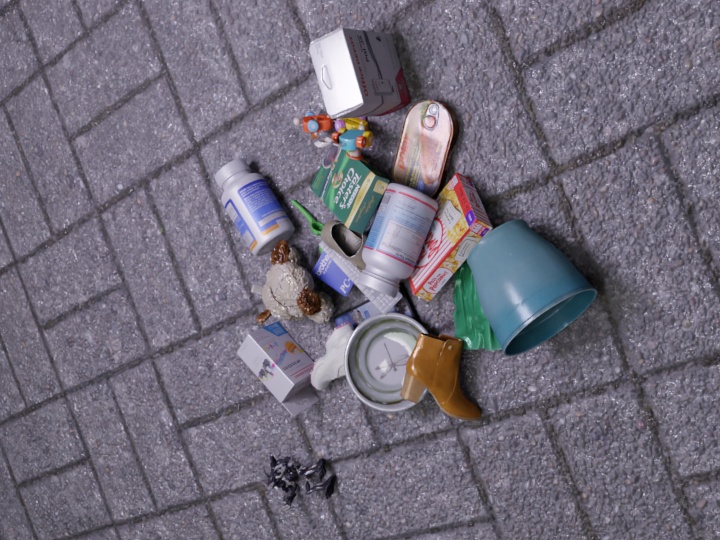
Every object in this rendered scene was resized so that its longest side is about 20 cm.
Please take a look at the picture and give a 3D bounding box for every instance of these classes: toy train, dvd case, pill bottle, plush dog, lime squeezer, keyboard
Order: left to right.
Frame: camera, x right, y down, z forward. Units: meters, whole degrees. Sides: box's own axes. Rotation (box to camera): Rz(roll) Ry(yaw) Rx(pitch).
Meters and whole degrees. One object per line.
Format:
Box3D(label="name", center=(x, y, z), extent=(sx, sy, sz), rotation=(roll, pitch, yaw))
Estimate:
Box3D(label="pill bottle", center=(-0.241, -0.144, 1.794), extent=(0.112, 0.111, 0.202), rotation=(-37, 80, 31))
Box3D(label="plush dog", center=(-0.155, 0.037, 1.723), extent=(0.201, 0.159, 0.172), rotation=(53, 158, 11))
Box3D(label="lime squeezer", center=(-0.093, -0.073, 1.773), extent=(0.070, 0.037, 0.204), rotation=(-23, 89, 63))
Box3D(label="toy train", center=(-0.052, -0.268, 1.623), extent=(0.147, 0.201, 0.057), rotation=(-8, 120, -10))
Box3D(label="keyboard", center=(0.000, 0.000, 1.661), extent=(0.056, 0.011, 0.200), rotation=(-42, 87, -15))
Box3D(label="dvd case", center=(0.043, 0.129, 1.737), extent=(0.198, 0.017, 0.145), rotation=(-28, 85, 33))
Box3D(label="pill bottle", center=(0.068, -0.056, 1.552), extent=(0.107, 0.108, 0.204), rotation=(22, 89, 25))

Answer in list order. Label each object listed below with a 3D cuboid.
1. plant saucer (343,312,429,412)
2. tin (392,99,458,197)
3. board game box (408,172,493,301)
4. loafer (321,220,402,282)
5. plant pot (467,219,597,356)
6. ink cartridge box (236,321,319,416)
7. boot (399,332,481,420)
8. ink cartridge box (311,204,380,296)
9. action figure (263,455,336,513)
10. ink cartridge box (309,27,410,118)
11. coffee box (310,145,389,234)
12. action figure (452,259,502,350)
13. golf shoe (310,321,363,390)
Box3D(label="plant saucer", center=(0.064, 0.189, 1.673), extent=(0.195, 0.050, 0.205), rotation=(0, 89, 7))
Box3D(label="tin", center=(0.128, -0.237, 1.596), extent=(0.110, 0.042, 0.204), rotation=(23, 112, 21))
Box3D(label="board game box", center=(0.161, -0.064, 1.557), extent=(0.201, 0.046, 0.153), rotation=(-52, 31, 28))
Box3D(label="loafer", center=(0.006, -0.035, 1.626), extent=(0.197, 0.068, 0.077), rotation=(29, 87, 2))
Box3D(label="plant pot", center=(0.296, 0.021, 1.470), extent=(0.200, 0.198, 0.190), rotation=(-46, 63, 30))
Box3D(label="ink cartridge box", center=(-0.172, 0.221, 1.828), extent=(0.200, 0.115, 0.068), rotation=(45, 120, 14))
Box3D(label="boot", center=(0.182, 0.209, 1.607), extent=(0.147, 0.198, 0.071), rotation=(-68, 22, 6))
Box3D(label="ink cartridge box", center=(-0.017, -0.055, 1.699), extent=(0.093, 0.044, 0.202), rotation=(32, 111, 7))
Box3D(label="action figure", center=(-0.162, 0.494, 1.891), extent=(0.196, 0.102, 0.121), rotation=(-12, 106, 31))
Box3D(label="ink cartridge box", center=(0.003, -0.376, 1.545), extent=(0.081, 0.199, 0.150), rotation=(-15, 93, 32))
Box3D(label="coffee box", center=(-0.025, -0.174, 1.632), extent=(0.125, 0.043, 0.200), rotation=(-60, 38, 16))
Box3D(label="action figure", center=(0.225, 0.053, 1.589), extent=(0.116, 0.054, 0.205), rotation=(-4, 101, 33))
Box3D(label="golf shoe", center=(-0.049, 0.208, 1.762), extent=(0.091, 0.075, 0.202), rotation=(43, 132, 19))
